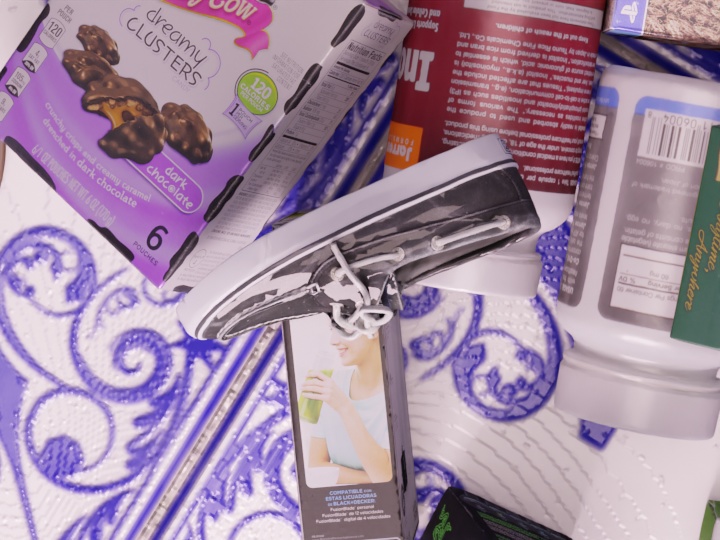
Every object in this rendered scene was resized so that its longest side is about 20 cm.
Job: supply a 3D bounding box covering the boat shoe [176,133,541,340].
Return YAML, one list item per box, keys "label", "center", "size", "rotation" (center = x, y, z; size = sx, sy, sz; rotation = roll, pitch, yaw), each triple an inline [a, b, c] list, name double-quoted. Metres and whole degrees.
- label: "boat shoe"
  center: [0.000, 0.000, 1.147]
  size: [0.199, 0.074, 0.068]
  rotation: [-25, 78, -3]

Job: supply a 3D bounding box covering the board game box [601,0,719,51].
- label: "board game box"
  center: [0.247, -0.200, 1.219]
  size: [0.199, 0.097, 0.160]
  rotation: [8, 95, 2]

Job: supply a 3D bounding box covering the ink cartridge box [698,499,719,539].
- label: "ink cartridge box"
  center: [0.241, 0.246, 1.277]
  size: [0.103, 0.059, 0.201]
  rotation: [10, 96, 2]

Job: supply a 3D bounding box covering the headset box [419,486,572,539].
- label: "headset box"
  center: [0.071, 0.239, 1.222]
  size: [0.093, 0.200, 0.175]
  rotation: [24, 97, -16]

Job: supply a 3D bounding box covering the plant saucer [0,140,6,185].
- label: "plant saucer"
  center: [-0.315, -0.077, 1.295]
  size: [0.199, 0.029, 0.201]
  rotation: [0, 96, 4]

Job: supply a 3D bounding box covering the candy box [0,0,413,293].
- label: "candy box"
  center: [-0.097, -0.116, 1.221]
  size: [0.168, 0.072, 0.200]
  rotation: [42, 103, 21]

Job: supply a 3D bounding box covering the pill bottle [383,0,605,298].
- label: "pill bottle"
  center: [0.074, -0.089, 1.230]
  size: [0.113, 0.113, 0.201]
  rotation: [8, 95, 2]

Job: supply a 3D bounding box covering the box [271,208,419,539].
- label: "box"
  center: [-0.007, 0.064, 1.248]
  size: [0.060, 0.117, 0.201]
  rotation: [-4, 96, 5]

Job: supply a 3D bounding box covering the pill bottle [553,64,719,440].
- label: "pill bottle"
  center: [0.175, -0.010, 1.232]
  size: [0.113, 0.114, 0.201]
  rotation: [11, 96, 2]

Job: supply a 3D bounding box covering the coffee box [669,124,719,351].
- label: "coffee box"
  center: [0.258, -0.010, 1.199]
  size: [0.044, 0.200, 0.123]
  rotation: [15, 98, 45]
